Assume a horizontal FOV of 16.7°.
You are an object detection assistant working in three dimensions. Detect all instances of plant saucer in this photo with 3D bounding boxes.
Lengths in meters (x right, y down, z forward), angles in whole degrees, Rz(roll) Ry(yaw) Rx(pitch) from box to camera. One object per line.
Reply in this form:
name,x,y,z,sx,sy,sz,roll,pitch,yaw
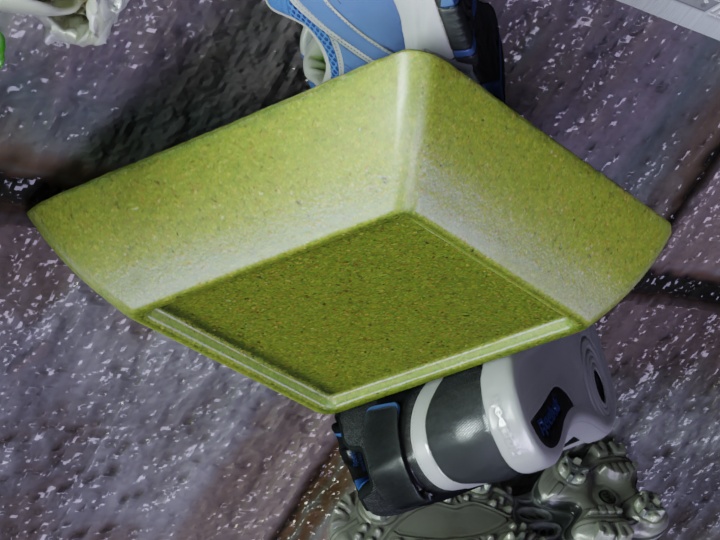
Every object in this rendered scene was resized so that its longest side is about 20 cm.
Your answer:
plant saucer,0.000,0.000,1.006,0.199,0.048,0.200,-20,149,30

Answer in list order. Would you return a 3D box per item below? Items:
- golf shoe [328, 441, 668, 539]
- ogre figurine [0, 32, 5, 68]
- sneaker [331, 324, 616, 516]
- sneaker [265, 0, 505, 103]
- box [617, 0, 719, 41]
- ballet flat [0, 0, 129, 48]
golf shoe,0.063,0.149,1.256,0.199,0.079,0.097,0,137,-32
ogre figurine,-0.192,0.000,0.809,0.199,0.120,0.098,-31,98,3
sneaker,0.047,0.063,1.138,0.111,0.074,0.200,-19,179,18
sneaker,0.017,-0.081,0.996,0.076,0.076,0.200,-8,144,11
box,0.111,-0.148,0.905,0.199,0.159,0.048,14,123,-42
ballet flat,-0.139,-0.130,0.814,0.072,0.072,0.200,-44,140,14
